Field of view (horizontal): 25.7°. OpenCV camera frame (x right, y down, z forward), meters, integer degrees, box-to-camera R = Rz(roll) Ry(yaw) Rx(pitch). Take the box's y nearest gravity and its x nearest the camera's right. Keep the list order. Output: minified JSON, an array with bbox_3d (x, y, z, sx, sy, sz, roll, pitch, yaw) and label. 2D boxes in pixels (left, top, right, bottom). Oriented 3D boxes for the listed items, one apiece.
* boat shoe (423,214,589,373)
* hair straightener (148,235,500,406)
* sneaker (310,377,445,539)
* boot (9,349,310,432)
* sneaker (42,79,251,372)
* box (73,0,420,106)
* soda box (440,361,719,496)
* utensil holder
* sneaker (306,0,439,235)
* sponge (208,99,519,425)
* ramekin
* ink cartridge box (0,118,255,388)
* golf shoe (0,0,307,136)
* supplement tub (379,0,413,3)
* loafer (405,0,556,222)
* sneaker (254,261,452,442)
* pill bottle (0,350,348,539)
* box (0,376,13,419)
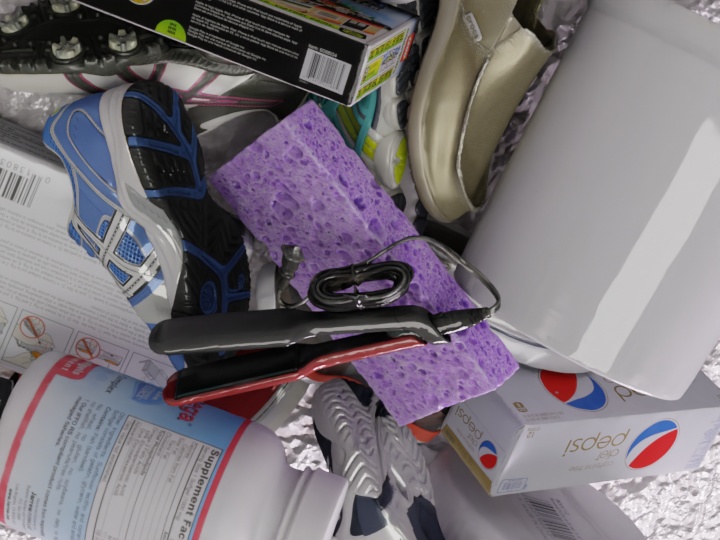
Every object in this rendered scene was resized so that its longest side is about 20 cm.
[{"bbox_3d":[0.086,0.005,1.046,0.200,0.072,0.066,24,117,-12],"label":"boat shoe"},{"bbox_3d":[-0.023,0.023,0.875,0.200,0.041,0.077,-9,117,10],"label":"hair straightener"},{"bbox_3d":[-0.008,0.179,1.020,0.130,0.079,0.199,-30,92,28],"label":"sneaker"},{"bbox_3d":[-0.142,0.074,1.052,0.200,0.072,0.144,-33,119,13],"label":"boot"},{"bbox_3d":[-0.122,-0.019,0.928,0.077,0.076,0.200,-1,120,26],"label":"sneaker"},{"bbox_3d":[-0.077,-0.147,0.840,0.200,0.110,0.035,22,111,9],"label":"box"},{"bbox_3d":[0.157,0.101,1.082,0.200,0.068,0.064,-1,126,-36],"label":"soda box"},{"bbox_3d":[0.169,-0.047,0.935,0.170,0.170,0.200,23,101,-23],"label":"utensil holder"},{"bbox_3d":[0.003,-0.100,0.954,0.080,0.077,0.200,17,110,23],"label":"sneaker"},{"bbox_3d":[0.000,0.000,0.942,0.200,0.030,0.112,52,148,-7],"label":"sponge"},{"bbox_3d":[0.113,0.207,1.111,0.200,0.201,0.098,20,110,-21],"label":"ramekin"},{"bbox_3d":[-0.190,0.013,0.990,0.200,0.044,0.174,22,113,-13],"label":"ink cartridge box"},{"bbox_3d":[-0.124,-0.114,0.926,0.200,0.077,0.088,-4,130,-7],"label":"golf shoe"},{"bbox_3d":[-0.046,-0.229,0.819,0.200,0.145,0.146,12,120,-17],"label":"supplement tub"},{"bbox_3d":[0.076,-0.123,0.914,0.068,0.076,0.200,12,101,21],"label":"loafer"},{"bbox_3d":[0.014,0.043,1.044,0.082,0.077,0.200,-24,139,31],"label":"sneaker"},{"bbox_3d":[-0.114,0.129,0.942,0.200,0.109,0.109,19,121,4],"label":"pill bottle"},{"bbox_3d":[-0.337,0.090,0.957,0.200,0.044,0.160,22,140,-33],"label":"box"}]
